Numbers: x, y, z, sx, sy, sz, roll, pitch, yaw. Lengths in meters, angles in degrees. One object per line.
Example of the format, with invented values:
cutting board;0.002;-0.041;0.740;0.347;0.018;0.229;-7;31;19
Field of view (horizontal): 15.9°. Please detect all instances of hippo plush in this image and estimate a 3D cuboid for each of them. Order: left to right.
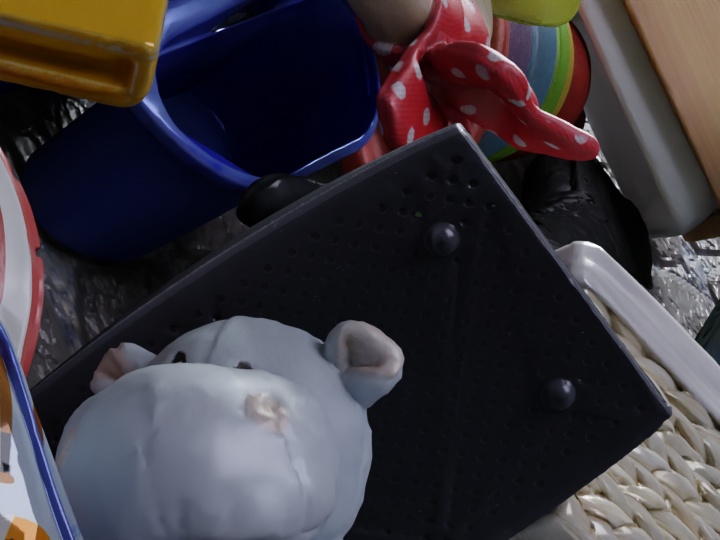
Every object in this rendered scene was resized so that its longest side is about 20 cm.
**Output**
hippo plush;-0.014;0.096;0.746;0.200;0.158;0.162;-15;106;-69

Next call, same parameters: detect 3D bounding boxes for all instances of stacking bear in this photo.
stacking bear;0.046;-0.094;1.165;0.121;0.114;0.200;46;14;17

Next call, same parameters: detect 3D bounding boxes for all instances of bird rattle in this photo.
bird rattle;0.013;-0.114;0.964;0.163;0.112;0.200;53;30;-21

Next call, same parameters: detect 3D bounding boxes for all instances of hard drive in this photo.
hard drive;-0.015;0.047;0.839;0.135;0.200;0.042;52;17;-17

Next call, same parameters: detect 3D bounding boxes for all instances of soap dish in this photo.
soap dish;0.158;-0.095;1.296;0.200;0.081;0.158;80;-15;-89

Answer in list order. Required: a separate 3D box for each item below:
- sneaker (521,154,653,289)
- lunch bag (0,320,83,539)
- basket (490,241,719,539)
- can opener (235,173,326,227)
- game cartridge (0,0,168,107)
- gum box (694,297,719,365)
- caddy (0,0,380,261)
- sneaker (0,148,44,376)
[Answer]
sneaker;0.090;-0.014;1.219;0.200;0.060;0.105;28;42;-53
lunch bag;-0.160;0.081;0.635;0.199;0.076;0.161;-12;71;-38
basket;0.083;0.109;0.948;0.200;0.135;0.124;43;37;-33
can opener;0.000;0.000;0.969;0.063;0.079;0.200;42;3;12
game cartridge;-0.144;-0.146;0.881;0.175;0.033;0.201;13;41;-7
gum box;0.222;-0.022;1.151;0.044;0.200;0.170;34;69;0
caddy;-0.065;-0.090;0.975;0.142;0.105;0.200;59;28;-1
sneaker;-0.156;0.016;0.757;0.115;0.078;0.201;25;43;-50
